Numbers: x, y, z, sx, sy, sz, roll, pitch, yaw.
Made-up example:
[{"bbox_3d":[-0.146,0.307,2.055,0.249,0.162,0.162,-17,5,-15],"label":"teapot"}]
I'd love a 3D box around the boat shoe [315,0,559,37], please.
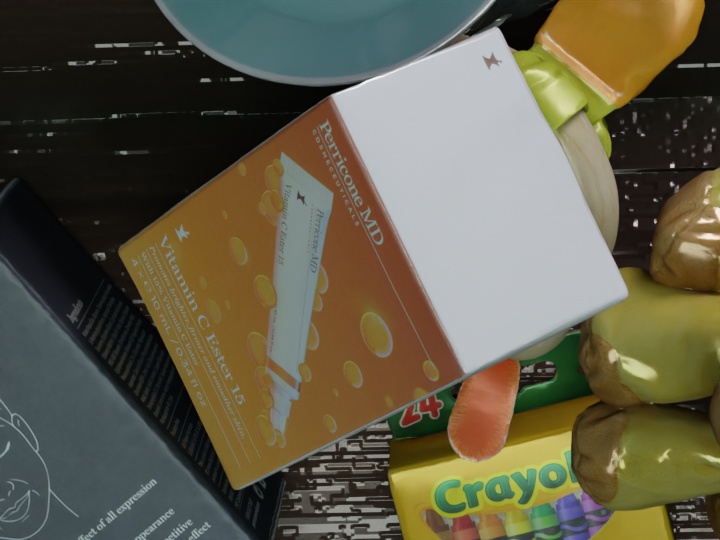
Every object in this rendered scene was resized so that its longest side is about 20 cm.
[{"bbox_3d":[0.065,-0.142,1.101,0.199,0.068,0.072,-26,100,7],"label":"boat shoe"}]

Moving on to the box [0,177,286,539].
[{"bbox_3d":[-0.156,0.087,1.146,0.148,0.107,0.200,-39,101,11],"label":"box"}]

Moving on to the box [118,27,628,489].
[{"bbox_3d":[0.000,0.000,1.054,0.097,0.200,0.125,-24,86,-36],"label":"box"}]

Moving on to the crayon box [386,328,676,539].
[{"bbox_3d":[0.088,0.137,1.178,0.126,0.051,0.201,-15,103,6],"label":"crayon box"}]

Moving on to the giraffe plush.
[{"bbox_3d":[0.191,0.062,1.013,0.198,0.162,0.174,5,104,0],"label":"giraffe plush"}]

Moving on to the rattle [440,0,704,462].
[{"bbox_3d":[0.084,-0.031,1.126,0.129,0.143,0.201,9,127,24],"label":"rattle"}]

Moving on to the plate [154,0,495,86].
[{"bbox_3d":[-0.007,-0.174,1.081,0.199,0.026,0.202,-4,76,18],"label":"plate"}]
